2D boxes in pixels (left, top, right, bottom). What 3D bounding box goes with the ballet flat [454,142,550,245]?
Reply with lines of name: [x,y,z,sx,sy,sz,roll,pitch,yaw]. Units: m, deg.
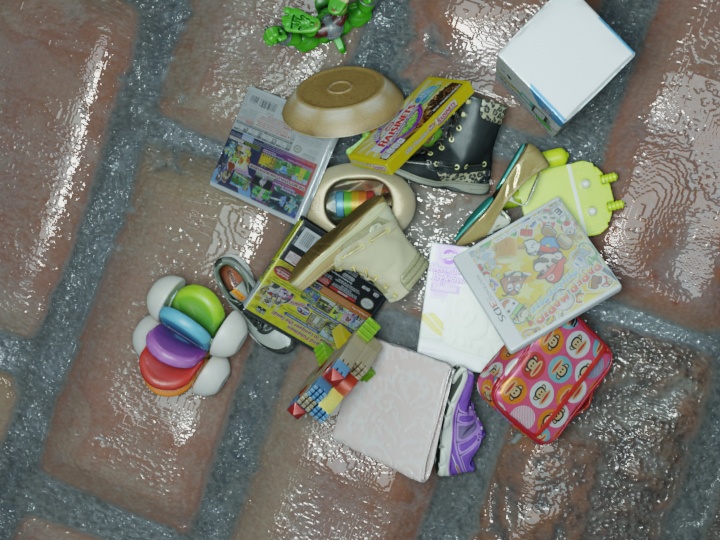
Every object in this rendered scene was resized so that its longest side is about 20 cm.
ballet flat: [0.230,-0.109,1.515,0.063,0.069,0.201,36,97,-3]

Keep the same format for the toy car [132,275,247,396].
toy car: [-0.296,0.121,1.551,0.174,0.150,0.201,31,120,6]

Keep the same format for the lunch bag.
lunch bag: [0.302,0.171,1.515,0.176,0.082,0.200,41,84,-20]

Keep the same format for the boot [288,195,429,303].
boot: [0.000,0.000,1.504,0.200,0.073,0.156,-42,110,-10]

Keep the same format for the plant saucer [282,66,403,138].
plant saucer: [-0.031,-0.279,1.519,0.198,0.201,0.036,-4,129,6]

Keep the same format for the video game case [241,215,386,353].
video game case: [-0.065,0.036,1.555,0.199,0.026,0.181,32,100,-21]

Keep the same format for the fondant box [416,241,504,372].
fondant box: [0.173,0.062,1.560,0.143,0.058,0.202,7,90,6]

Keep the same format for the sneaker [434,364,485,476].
sneaker: [0.166,0.243,1.547,0.082,0.081,0.202,0,117,-7]

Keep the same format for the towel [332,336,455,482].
towel: [0.053,0.218,1.541,0.199,0.032,0.193,17,93,41]

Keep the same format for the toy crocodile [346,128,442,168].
toy crocodile: [0.067,-0.228,1.545,0.199,0.062,0.068,-28,64,-15]

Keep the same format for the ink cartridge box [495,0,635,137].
ink cartridge box: [0.309,-0.316,1.470,0.146,0.200,0.147,-44,86,6]

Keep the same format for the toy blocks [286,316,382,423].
toy blocks: [-0.048,0.179,1.504,0.100,0.137,0.200,42,124,-4]

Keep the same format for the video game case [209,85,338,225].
video game case: [-0.141,-0.192,1.576,0.199,0.023,0.184,25,94,28]

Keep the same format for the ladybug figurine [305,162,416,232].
ladybug figurine: [-0.006,-0.109,1.571,0.198,0.072,0.137,3,92,6]

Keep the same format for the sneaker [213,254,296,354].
sneaker: [-0.183,0.060,1.590,0.074,0.079,0.201,-40,88,3]

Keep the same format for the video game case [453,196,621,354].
video game case: [0.273,0.005,1.484,0.199,0.023,0.183,-30,65,-1]

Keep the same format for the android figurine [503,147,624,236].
android figurine: [0.327,-0.106,1.551,0.198,0.041,0.184,-12,89,8]

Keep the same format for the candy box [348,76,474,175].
candy box: [0.078,-0.228,1.475,0.200,0.102,0.026,-46,124,-18]

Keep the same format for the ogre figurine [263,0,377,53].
ogre figurine: [-0.055,-0.408,1.551,0.200,0.120,0.098,-43,82,4]

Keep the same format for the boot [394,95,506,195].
boot: [0.134,-0.210,1.513,0.202,0.073,0.155,9,105,-25]
